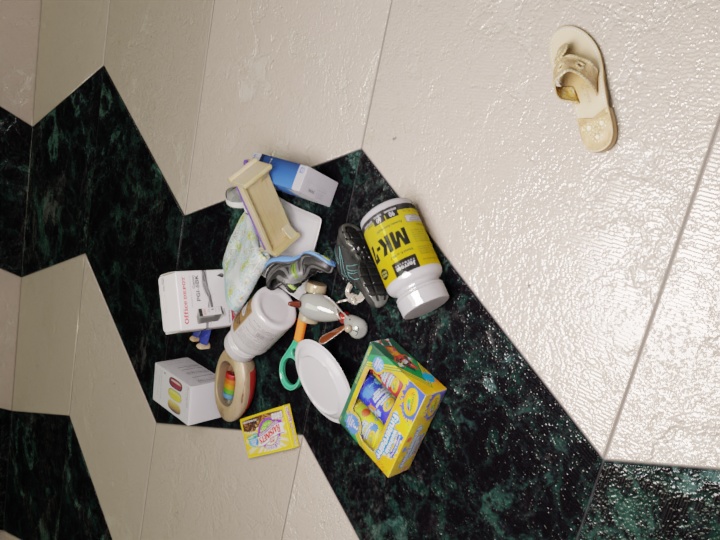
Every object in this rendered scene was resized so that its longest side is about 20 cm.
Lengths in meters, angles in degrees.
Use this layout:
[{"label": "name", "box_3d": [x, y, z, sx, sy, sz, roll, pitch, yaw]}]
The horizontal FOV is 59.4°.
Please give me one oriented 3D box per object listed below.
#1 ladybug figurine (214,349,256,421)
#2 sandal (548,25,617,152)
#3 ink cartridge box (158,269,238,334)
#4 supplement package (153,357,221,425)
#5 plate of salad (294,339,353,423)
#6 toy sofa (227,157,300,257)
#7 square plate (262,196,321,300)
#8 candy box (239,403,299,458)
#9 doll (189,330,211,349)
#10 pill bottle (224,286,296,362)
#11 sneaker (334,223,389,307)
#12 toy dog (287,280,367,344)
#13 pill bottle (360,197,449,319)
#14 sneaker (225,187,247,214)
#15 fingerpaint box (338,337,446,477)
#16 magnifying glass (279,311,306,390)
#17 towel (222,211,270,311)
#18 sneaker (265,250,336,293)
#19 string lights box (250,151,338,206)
[{"label": "ladybug figurine", "box_3d": [-0.318, 0.291, 1.620, 0.135, 0.071, 0.205, 27, 111, 41]}, {"label": "sandal", "box_3d": [0.326, -0.283, 0.953, 0.077, 0.069, 0.217, -26, 74, 42]}, {"label": "ink cartridge box", "box_3d": [-0.397, 0.076, 1.599, 0.082, 0.197, 0.151, -11, 85, 42]}, {"label": "supplement package", "box_3d": [-0.480, 0.332, 1.758, 0.197, 0.108, 0.117, 16, 104, 43]}, {"label": "plate of salad", "box_3d": [-0.076, 0.240, 1.389, 0.198, 0.048, 0.204, 31, 134, 38]}, {"label": "toy sofa", "box_3d": [-0.217, -0.138, 1.382, 0.096, 0.083, 0.203, 22, 144, 40]}, {"label": "square plate", "box_3d": [-0.167, -0.057, 1.484, 0.198, 0.028, 0.203, 28, 111, 40]}, {"label": "candy box", "box_3d": [-0.229, 0.402, 1.571, 0.198, 0.026, 0.105, -26, 77, 43]}, {"label": "doll", "box_3d": [-0.426, 0.108, 1.735, 0.136, 0.048, 0.204, 35, 116, 37]}, {"label": "pill bottle", "box_3d": [-0.246, 0.135, 1.512, 0.200, 0.113, 0.116, -44, 63, 40]}, {"label": "sneaker", "box_3d": [0.000, 0.000, 1.300, 0.080, 0.074, 0.203, -55, 47, 39]}, {"label": "toy dog", "box_3d": [-0.080, 0.088, 1.357, 0.197, 0.095, 0.136, -4, 90, 45]}, {"label": "pill bottle", "box_3d": [0.084, -0.021, 1.178, 0.114, 0.113, 0.204, -38, 67, 39]}, {"label": "sneaker", "box_3d": [-0.273, -0.188, 1.530, 0.199, 0.073, 0.081, 20, 120, 55]}, {"label": "fingerpaint box", "box_3d": [0.057, 0.268, 1.246, 0.166, 0.072, 0.203, 40, 119, 36]}, {"label": "magnifying glass", "box_3d": [-0.151, 0.185, 1.485, 0.079, 0.022, 0.205, 26, 108, 41]}, {"label": "towel", "box_3d": [-0.284, -0.027, 1.533, 0.173, 0.047, 0.202, -58, 34, 28]}, {"label": "sneaker", "box_3d": [-0.131, 0.008, 1.376, 0.196, 0.070, 0.085, -10, 66, 35]}, {"label": "string lights box", "box_3d": [-0.155, -0.204, 1.406, 0.198, 0.102, 0.060, 22, 90, 41]}]
